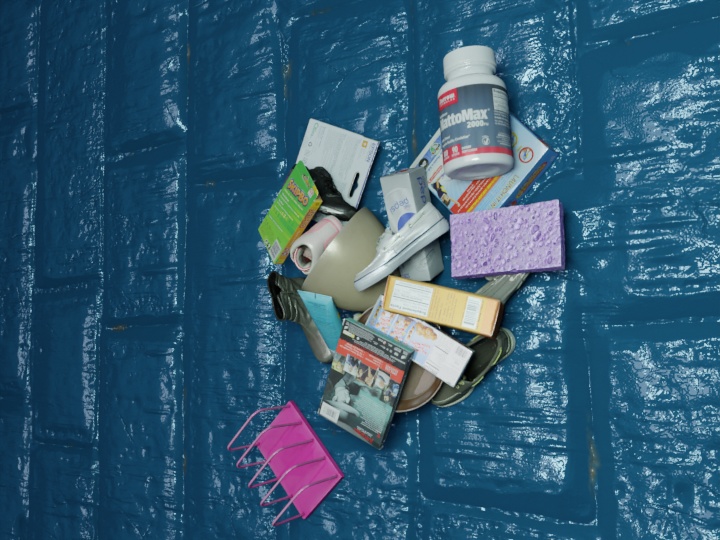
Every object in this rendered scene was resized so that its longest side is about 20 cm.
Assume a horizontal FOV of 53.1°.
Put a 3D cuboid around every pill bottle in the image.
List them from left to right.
[{"bbox_3d":[0.191,-0.265,1.218,0.118,0.119,0.203,-9,81,34],"label":"pill bottle"}]

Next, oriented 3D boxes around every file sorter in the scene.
[{"bbox_3d":[-0.162,0.396,1.483,0.139,0.125,0.200,-51,61,21],"label":"file sorter"}]

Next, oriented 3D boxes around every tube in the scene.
[{"bbox_3d":[-0.057,0.110,1.392,0.076,0.201,0.051,5,51,27],"label":"tube"}]

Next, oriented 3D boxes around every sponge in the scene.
[{"bbox_3d":[0.244,-0.050,1.215,0.198,0.030,0.113,-6,77,33],"label":"sponge"}]

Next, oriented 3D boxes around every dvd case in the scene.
[{"bbox_3d":[0.007,0.206,1.317,0.145,0.022,0.203,24,107,25],"label":"dvd case"}]

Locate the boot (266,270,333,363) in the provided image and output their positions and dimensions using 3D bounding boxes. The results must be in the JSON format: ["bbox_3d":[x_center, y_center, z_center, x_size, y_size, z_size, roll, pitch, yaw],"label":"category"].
[{"bbox_3d":[-0.126,0.100,1.475,0.067,0.130,0.202,-32,70,29],"label":"boot"}]

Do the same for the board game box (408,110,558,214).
[{"bbox_3d":[0.217,-0.197,1.301,0.201,0.056,0.196,-51,62,21],"label":"board game box"}]

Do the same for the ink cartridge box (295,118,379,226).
[{"bbox_3d":[-0.057,-0.195,1.500,0.199,0.043,0.199,25,99,34],"label":"ink cartridge box"}]

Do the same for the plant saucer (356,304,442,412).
[{"bbox_3d":[0.069,0.156,1.328,0.197,0.034,0.204,-1,88,22],"label":"plant saucer"}]

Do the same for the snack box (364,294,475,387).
[{"bbox_3d":[0.102,0.123,1.282,0.199,0.024,0.073,32,101,22],"label":"snack box"}]

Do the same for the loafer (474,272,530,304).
[{"bbox_3d":[0.244,0.013,1.255,0.070,0.070,0.201,39,110,10],"label":"loafer"}]

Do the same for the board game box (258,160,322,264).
[{"bbox_3d":[-0.138,-0.114,1.429,0.201,0.030,0.096,-55,51,38],"label":"board game box"}]

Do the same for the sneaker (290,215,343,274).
[{"bbox_3d":[-0.106,-0.028,1.440,0.075,0.105,0.200,45,148,3],"label":"sneaker"}]

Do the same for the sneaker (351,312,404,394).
[{"bbox_3d":[0.045,0.168,1.395,0.076,0.075,0.202,-32,78,18],"label":"sneaker"}]

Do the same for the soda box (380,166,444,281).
[{"bbox_3d":[0.097,-0.084,1.331,0.063,0.068,0.203,-4,104,33],"label":"soda box"}]

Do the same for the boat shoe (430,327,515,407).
[{"bbox_3d":[0.188,0.175,1.291,0.202,0.060,0.072,-46,65,23],"label":"boat shoe"}]

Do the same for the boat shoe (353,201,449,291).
[{"bbox_3d":[0.060,-0.044,1.269,0.199,0.074,0.067,-36,91,-3],"label":"boat shoe"}]

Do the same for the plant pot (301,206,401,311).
[{"bbox_3d":[0.000,0.000,1.377,0.134,0.200,0.201,38,110,3],"label":"plant pot"}]

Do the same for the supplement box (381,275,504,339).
[{"bbox_3d":[0.140,0.061,1.232,0.197,0.066,0.070,15,86,20],"label":"supplement box"}]

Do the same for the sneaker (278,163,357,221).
[{"bbox_3d":[-0.081,-0.164,1.448,0.199,0.075,0.089,24,93,35],"label":"sneaker"}]
